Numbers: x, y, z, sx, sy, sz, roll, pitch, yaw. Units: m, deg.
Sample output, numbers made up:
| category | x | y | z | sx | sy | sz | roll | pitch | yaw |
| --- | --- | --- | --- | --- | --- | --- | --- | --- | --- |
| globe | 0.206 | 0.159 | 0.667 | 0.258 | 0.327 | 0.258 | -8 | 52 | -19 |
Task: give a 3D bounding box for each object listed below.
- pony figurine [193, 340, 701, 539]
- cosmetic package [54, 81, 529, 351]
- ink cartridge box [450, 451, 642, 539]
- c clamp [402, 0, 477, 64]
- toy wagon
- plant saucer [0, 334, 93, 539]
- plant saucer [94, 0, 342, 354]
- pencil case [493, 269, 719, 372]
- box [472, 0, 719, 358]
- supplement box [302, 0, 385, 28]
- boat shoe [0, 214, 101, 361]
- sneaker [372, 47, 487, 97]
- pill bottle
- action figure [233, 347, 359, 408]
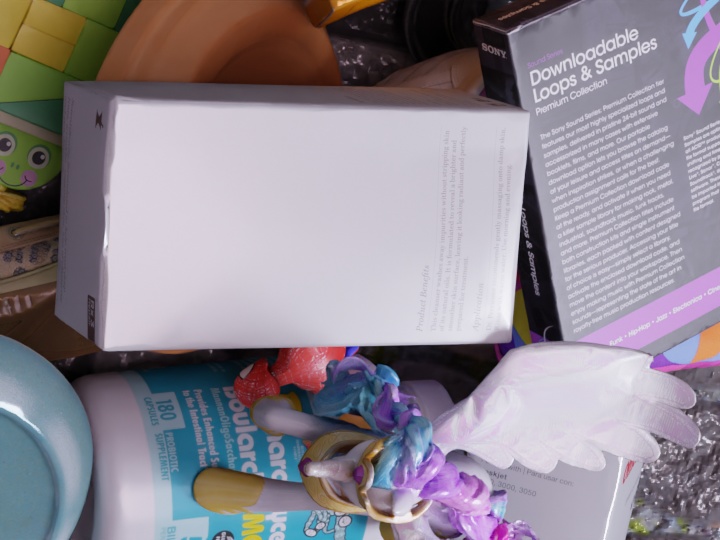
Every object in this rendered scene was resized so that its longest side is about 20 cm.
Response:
| category | x | y | z | sx | sy | sz | roll | pitch | yaw |
| --- | --- | --- | --- | --- | --- | --- | --- | --- | --- |
| pony figurine | 0.036 | 0.104 | 1.115 | 0.192 | 0.200 | 0.167 | 14 | 83 | -21 |
| cosmetic package | -0.031 | -0.026 | 1.084 | 0.199 | 0.081 | 0.114 | 2 | 100 | -22 |
| ink cartridge box | 0.093 | 0.158 | 1.301 | 0.084 | 0.145 | 0.201 | 13 | 103 | 11 |
| c clamp | 0.129 | -0.123 | 1.253 | 0.200 | 0.027 | 0.171 | 31 | 122 | -22 |
| toy wagon | -0.138 | -0.117 | 1.181 | 0.155 | 0.040 | 0.201 | 22 | 97 | -27 |
| plant saucer | -0.217 | 0.112 | 1.128 | 0.199 | 0.027 | 0.201 | -13 | 130 | -16 |
| plant saucer | -0.065 | -0.054 | 1.174 | 0.200 | 0.037 | 0.201 | -36 | 134 | -48 |
| pencil case | 0.160 | 0.016 | 1.309 | 0.199 | 0.088 | 0.089 | -2 | 108 | -34 |
| box | 0.135 | -0.054 | 1.191 | 0.143 | 0.036 | 0.201 | -25 | 120 | -25 |
| supplement box | 0.001 | -0.231 | 1.140 | 0.125 | 0.074 | 0.201 | -21 | 92 | -8 |
| boat shoe | -0.192 | 0.015 | 1.197 | 0.199 | 0.063 | 0.074 | -11 | 137 | -17 |
| sneaker | 0.013 | -0.046 | 1.197 | 0.200 | 0.100 | 0.075 | -32 | 114 | -18 |
| pill bottle | -0.050 | 0.100 | 1.248 | 0.199 | 0.111 | 0.111 | -6 | 109 | -21 |
| action figure | 0.000 | 0.000 | 1.232 | 0.200 | 0.051 | 0.066 | -50 | 146 | -33 |
